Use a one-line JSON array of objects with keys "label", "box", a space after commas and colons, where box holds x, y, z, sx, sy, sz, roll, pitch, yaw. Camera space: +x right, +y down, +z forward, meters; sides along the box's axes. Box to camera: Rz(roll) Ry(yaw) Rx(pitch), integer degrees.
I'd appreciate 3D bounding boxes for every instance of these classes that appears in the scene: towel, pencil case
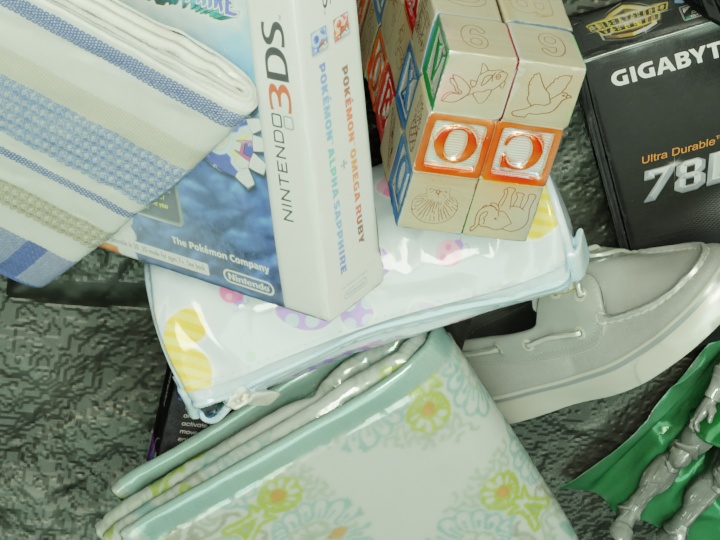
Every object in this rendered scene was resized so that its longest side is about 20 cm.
[{"label": "towel", "box": [-0.147, -0.062, 0.827, 0.147, 0.024, 0.200, 27, 145, -22]}, {"label": "pencil case", "box": [0.000, 0.000, 0.928, 0.199, 0.091, 0.083, -21, 128, -1]}, {"label": "towel", "box": [-0.010, 0.129, 1.030, 0.200, 0.048, 0.171, -29, 126, 6]}]

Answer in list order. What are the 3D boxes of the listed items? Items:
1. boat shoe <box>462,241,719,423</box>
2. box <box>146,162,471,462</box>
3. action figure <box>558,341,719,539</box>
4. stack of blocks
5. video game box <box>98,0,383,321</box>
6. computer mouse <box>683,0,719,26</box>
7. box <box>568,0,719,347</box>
[{"label": "boat shoe", "box": [0.114, 0.019, 1.047, 0.069, 0.072, 0.200, 45, 148, -14]}, {"label": "box", "box": [-0.021, 0.038, 1.019, 0.142, 0.036, 0.201, 7, 119, -16]}, {"label": "action figure", "box": [0.214, 0.079, 1.152, 0.118, 0.055, 0.200, 22, 116, -19]}, {"label": "stack of blocks", "box": [0.044, -0.119, 0.883, 0.058, 0.200, 0.115, 6, 127, -12]}, {"label": "video game box", "box": [-0.087, -0.087, 0.851, 0.199, 0.047, 0.183, 16, 125, 33]}, {"label": "computer mouse", "box": [0.190, -0.133, 0.908, 0.053, 0.200, 0.139, -37, 133, -4]}, {"label": "box", "box": [0.220, -0.066, 1.045, 0.199, 0.050, 0.199, -16, 129, 4]}]
